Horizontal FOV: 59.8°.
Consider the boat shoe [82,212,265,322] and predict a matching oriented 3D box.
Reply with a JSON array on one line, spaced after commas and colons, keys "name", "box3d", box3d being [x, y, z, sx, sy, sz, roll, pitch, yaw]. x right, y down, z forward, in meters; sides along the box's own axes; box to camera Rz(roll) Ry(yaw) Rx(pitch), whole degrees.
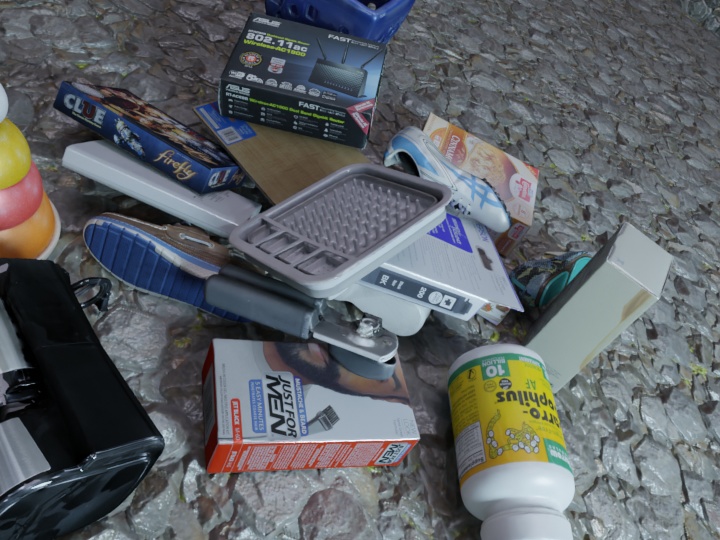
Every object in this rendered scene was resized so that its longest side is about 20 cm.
[{"name": "boat shoe", "box3d": [-0.195, -0.012, 0.680, 0.199, 0.072, 0.073, 29, 38, -15]}]

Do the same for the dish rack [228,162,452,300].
[{"name": "dish rack", "box3d": [-0.018, -0.042, 0.651, 0.199, 0.044, 0.171, -35, 38, -28]}]

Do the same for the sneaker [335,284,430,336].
[{"name": "sneaker", "box3d": [0.000, 0.000, 0.774, 0.199, 0.076, 0.088, 37, 29, 4]}]

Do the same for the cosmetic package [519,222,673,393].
[{"name": "cosmetic package", "box3d": [0.279, 0.049, 0.765, 0.071, 0.201, 0.105, 38, 45, 10]}]

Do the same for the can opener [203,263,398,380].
[{"name": "can opener", "box3d": [-0.059, 0.056, 0.613, 0.198, 0.067, 0.053, 18, 27, 11]}]

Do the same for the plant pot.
[{"name": "plant pot", "box3d": [-0.045, -0.414, 1.029, 0.199, 0.180, 0.200, 34, 44, 4]}]

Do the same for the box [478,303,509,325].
[{"name": "box", "box3d": [0.113, -0.001, 0.841, 0.199, 0.039, 0.042, 31, 42, 2]}]

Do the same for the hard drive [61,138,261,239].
[{"name": "hard drive", "box3d": [-0.220, -0.097, 0.727, 0.198, 0.026, 0.132, 24, 15, -6]}]

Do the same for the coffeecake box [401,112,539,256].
[{"name": "coffeecake box", "box3d": [0.165, -0.134, 0.963, 0.198, 0.073, 0.154, 27, 44, -3]}]

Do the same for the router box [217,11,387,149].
[{"name": "router box", "box3d": [-0.071, -0.253, 0.827, 0.198, 0.062, 0.151, 13, 53, -3]}]

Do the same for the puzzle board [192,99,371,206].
[{"name": "puzzle board", "box3d": [-0.102, -0.168, 0.810, 0.150, 0.017, 0.200, -28, 63, -30]}]

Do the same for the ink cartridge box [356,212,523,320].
[{"name": "ink cartridge box", "box3d": [0.081, -0.025, 0.758, 0.198, 0.044, 0.199, 19, 31, -15]}]

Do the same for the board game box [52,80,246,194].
[{"name": "board game box", "box3d": [-0.244, -0.161, 0.762, 0.199, 0.035, 0.136, 31, 15, 2]}]

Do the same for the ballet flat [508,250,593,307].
[{"name": "ballet flat", "box3d": [0.275, 0.001, 0.897, 0.199, 0.074, 0.074, -10, 55, -50]}]

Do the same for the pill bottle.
[{"name": "pill bottle", "box3d": [0.153, 0.187, 0.642, 0.112, 0.113, 0.201, 14, 46, -15]}]

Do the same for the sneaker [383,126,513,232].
[{"name": "sneaker", "box3d": [0.115, -0.111, 0.841, 0.200, 0.072, 0.073, 40, 82, 10]}]

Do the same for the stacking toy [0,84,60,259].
[{"name": "stacking toy", "box3d": [-0.355, -0.098, 0.575, 0.145, 0.201, 0.147, 14, 46, -15]}]

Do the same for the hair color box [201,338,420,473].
[{"name": "hair color box", "box3d": [-0.051, 0.133, 0.622, 0.198, 0.064, 0.112, 6, 48, -24]}]

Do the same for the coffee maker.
[{"name": "coffee maker", "box3d": [-0.247, 0.094, 0.506, 0.191, 0.135, 0.200, -23, 64, -40]}]
